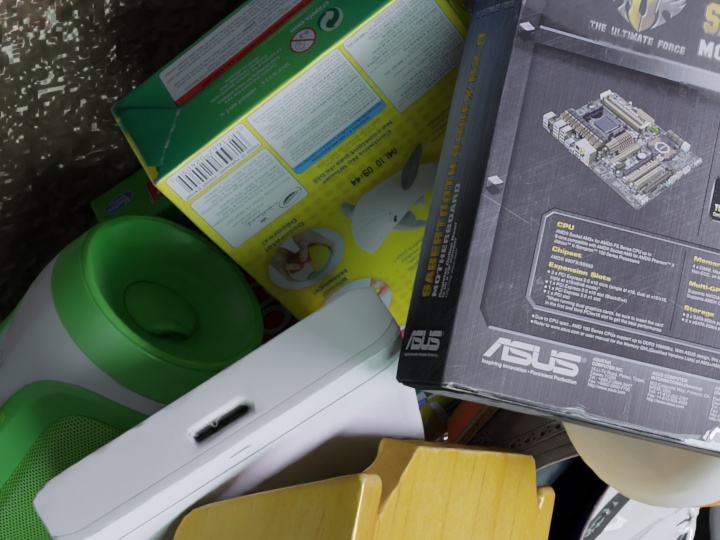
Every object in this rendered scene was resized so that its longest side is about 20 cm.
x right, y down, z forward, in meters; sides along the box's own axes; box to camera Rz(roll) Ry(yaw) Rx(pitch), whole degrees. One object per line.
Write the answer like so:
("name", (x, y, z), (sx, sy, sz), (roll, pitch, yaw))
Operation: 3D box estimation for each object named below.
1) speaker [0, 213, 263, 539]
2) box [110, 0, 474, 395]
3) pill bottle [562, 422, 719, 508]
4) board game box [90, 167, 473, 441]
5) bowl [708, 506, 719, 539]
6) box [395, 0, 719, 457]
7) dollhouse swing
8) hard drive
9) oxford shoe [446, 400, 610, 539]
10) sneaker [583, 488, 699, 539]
("speaker", (-0.115, 0.070, 0.867), (0.088, 0.088, 0.200), (9, 134, -35))
("box", (0.012, -0.031, 0.844), (0.117, 0.048, 0.200), (-37, 140, 5))
("pill bottle", (0.179, 0.030, 0.907), (0.200, 0.116, 0.116), (1, 129, -40))
("board game box", (0.000, 0.000, 0.928), (0.135, 0.029, 0.200), (-35, 137, 2))
("bowl", (0.262, 0.120, 1.151), (0.200, 0.075, 0.200), (-31, 137, -2))
("box", (0.125, -0.017, 0.775), (0.200, 0.048, 0.158), (13, 84, -16))
("dollhouse swing", (-0.052, 0.139, 0.875), (0.200, 0.176, 0.182), (14, 87, -65))
("hard drive", (-0.038, 0.079, 0.849), (0.132, 0.027, 0.200), (-33, 162, -6))
("oxford shoe", (0.042, 0.123, 0.983), (0.071, 0.073, 0.200), (19, 117, -28))
("sneaker", (0.138, 0.084, 1.064), (0.200, 0.076, 0.115), (-39, 146, 19))
